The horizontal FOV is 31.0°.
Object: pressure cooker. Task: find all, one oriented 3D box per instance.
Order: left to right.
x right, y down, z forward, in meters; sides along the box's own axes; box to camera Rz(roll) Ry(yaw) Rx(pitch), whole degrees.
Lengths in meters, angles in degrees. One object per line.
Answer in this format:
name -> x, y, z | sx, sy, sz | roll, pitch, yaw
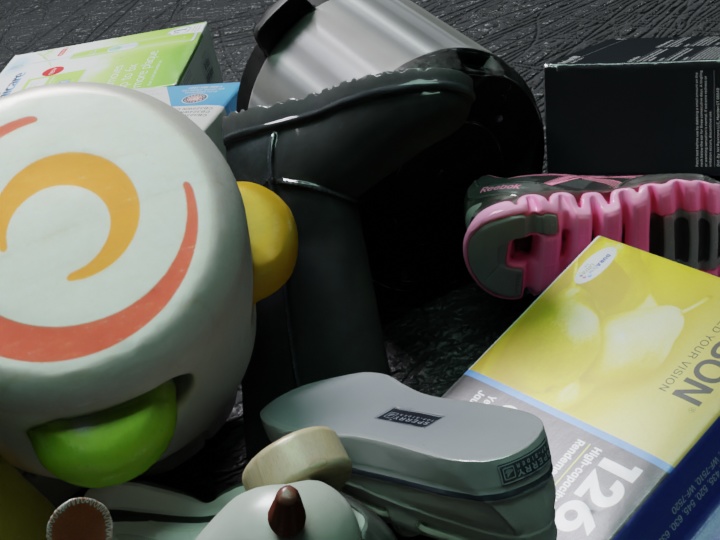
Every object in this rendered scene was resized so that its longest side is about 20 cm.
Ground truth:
pressure cooker -> 0.011, -0.100, 0.905 | 0.177, 0.178, 0.200 | -10, 35, -29

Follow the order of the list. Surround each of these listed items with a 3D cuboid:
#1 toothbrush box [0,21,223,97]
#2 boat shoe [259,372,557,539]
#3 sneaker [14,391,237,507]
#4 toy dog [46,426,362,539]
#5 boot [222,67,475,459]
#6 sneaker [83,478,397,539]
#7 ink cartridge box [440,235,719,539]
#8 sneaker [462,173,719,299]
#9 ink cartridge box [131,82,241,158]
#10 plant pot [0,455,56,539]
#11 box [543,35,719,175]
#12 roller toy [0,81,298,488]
toothbrush box -> -0.234, -0.146, 1.182 | 0.197, 0.087, 0.146 | -8, 30, 12
boat shoe -> 0.021, 0.097, 0.638 | 0.072, 0.067, 0.199 | -25, 18, -37
sneaker -> -0.171, 0.091, 0.778 | 0.198, 0.078, 0.082 | -25, 24, -21
toy dog -> -0.074, 0.141, 0.544 | 0.131, 0.097, 0.200 | 38, 76, 27
boot -> -0.001, 0.000, 0.738 | 0.163, 0.203, 0.065 | -11, -13, 29
sneaker -> -0.078, 0.166, 0.631 | 0.198, 0.076, 0.116 | -4, 39, 31
ink cartridge box -> 0.144, 0.080, 0.669 | 0.197, 0.047, 0.199 | -42, 38, -24
sneaker -> 0.155, -0.036, 0.826 | 0.197, 0.080, 0.096 | 0, 26, -9
ink cartridge box -> -0.158, -0.032, 0.920 | 0.127, 0.127, 0.201 | 0, 32, 21
plant pot -> -0.274, 0.161, 0.575 | 0.198, 0.201, 0.178 | -19, 44, 13
box -> 0.220, -0.119, 0.907 | 0.139, 0.080, 0.200 | 5, 16, 23
roller toy -> -0.145, 0.007, 0.684 | 0.181, 0.140, 0.201 | 24, 65, 11
